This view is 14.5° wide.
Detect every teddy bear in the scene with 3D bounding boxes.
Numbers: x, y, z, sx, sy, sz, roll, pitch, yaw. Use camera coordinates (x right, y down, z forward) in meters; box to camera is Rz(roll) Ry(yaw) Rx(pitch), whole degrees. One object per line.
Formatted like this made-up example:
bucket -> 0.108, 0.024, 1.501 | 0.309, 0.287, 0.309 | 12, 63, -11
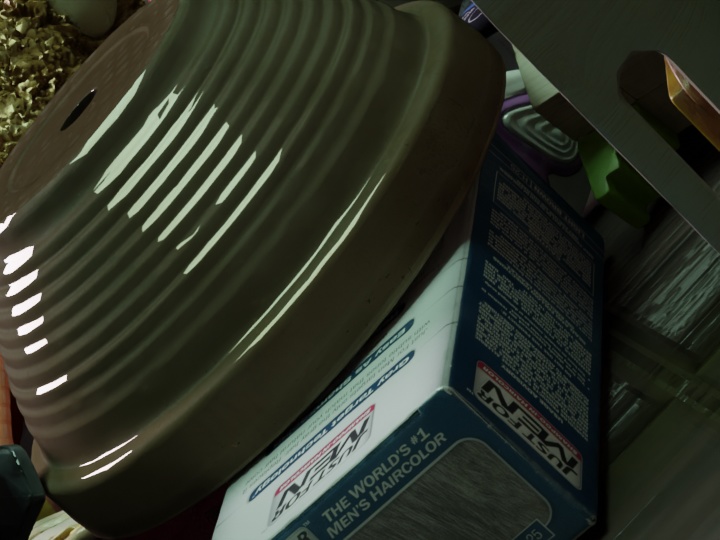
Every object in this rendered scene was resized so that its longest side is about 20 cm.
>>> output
teddy bear -> -0.129, -0.058, 1.021 | 0.145, 0.067, 0.200 | 15, 43, 32

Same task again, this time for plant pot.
plant pot -> -0.055, -0.021, 0.889 | 0.201, 0.093, 0.201 | -44, 18, 19

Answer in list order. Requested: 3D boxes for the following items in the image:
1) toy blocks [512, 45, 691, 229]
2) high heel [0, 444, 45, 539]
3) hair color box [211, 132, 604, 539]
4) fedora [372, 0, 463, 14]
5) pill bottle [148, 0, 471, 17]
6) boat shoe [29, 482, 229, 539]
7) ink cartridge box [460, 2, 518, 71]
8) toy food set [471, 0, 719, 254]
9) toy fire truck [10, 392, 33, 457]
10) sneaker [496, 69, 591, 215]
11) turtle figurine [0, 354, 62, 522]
toy blocks -> 0.106, -0.133, 0.931 | 0.137, 0.100, 0.200 | -34, 49, 23
high heel -> -0.132, 0.120, 0.792 | 0.200, 0.143, 0.071 | 52, 133, 44
hair color box -> 0.018, 0.040, 0.843 | 0.100, 0.061, 0.200 | -43, 12, 20
fedora -> -0.018, -0.109, 1.130 | 0.201, 0.201, 0.082 | -102, 19, -75
pill bottle -> -0.038, -0.145, 1.289 | 0.116, 0.200, 0.116 | -44, 12, 12
boat shoe -> -0.088, 0.115, 0.928 | 0.200, 0.074, 0.069 | -43, 7, 13
ink cartridge box -> 0.102, -0.123, 1.138 | 0.099, 0.039, 0.200 | -53, 15, -30
toy food set -> 0.081, -0.062, 0.769 | 0.060, 0.144, 0.200 | -42, 13, 17
toy fire truck -> -0.176, 0.071, 1.131 | 0.168, 0.112, 0.200 | -45, -35, -62
sneaker -> 0.000, 0.000, 0.995 | 0.200, 0.075, 0.100 | -45, 14, 7
turtle figurine -> -0.096, 0.049, 1.051 | 0.200, 0.064, 0.161 | -79, -2, -45
